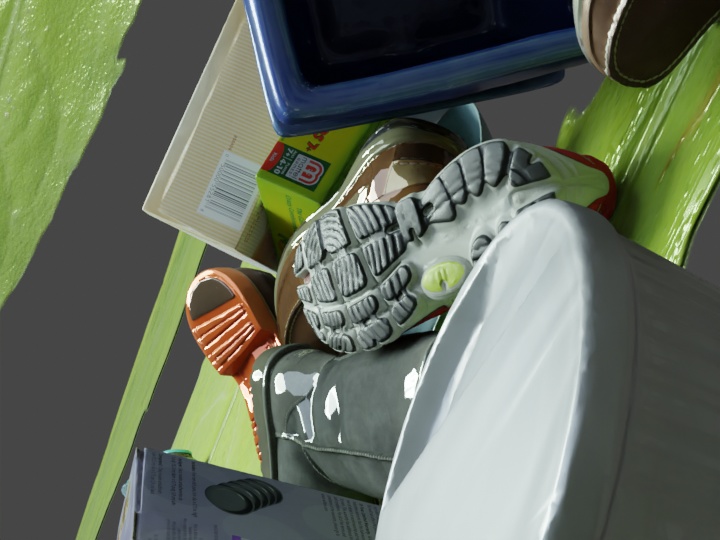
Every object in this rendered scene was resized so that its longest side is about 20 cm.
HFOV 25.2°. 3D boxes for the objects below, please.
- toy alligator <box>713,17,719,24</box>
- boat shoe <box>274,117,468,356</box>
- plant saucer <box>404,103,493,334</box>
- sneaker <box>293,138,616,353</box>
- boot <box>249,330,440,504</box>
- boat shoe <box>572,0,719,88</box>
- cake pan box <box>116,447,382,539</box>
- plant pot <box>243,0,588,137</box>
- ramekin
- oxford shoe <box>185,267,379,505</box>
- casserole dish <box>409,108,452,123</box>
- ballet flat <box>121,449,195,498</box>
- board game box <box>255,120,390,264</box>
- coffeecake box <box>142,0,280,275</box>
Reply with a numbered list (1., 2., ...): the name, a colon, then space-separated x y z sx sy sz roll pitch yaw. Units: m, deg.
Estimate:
1. toy alligator: 0.163 -0.209 0.693 0.059 0.054 0.200 38 113 62
2. boat shoe: 0.000 0.000 0.927 0.200 0.076 0.074 119 160 -45
3. plant saucer: 0.049 -0.003 0.977 0.201 0.039 0.201 -163 90 -78
4. sneaker: 0.047 -0.009 0.818 0.200 0.085 0.077 -21 79 44
5. boot: 0.016 0.117 0.882 0.200 0.073 0.182 -2 108 54
6. boat shoe: 0.151 -0.151 0.639 0.072 0.076 0.200 60 136 40
7. cake pan box: -0.016 0.156 0.695 0.200 0.184 0.052 -112 37 -71
8. plant pot: 0.026 -0.179 0.853 0.180 0.200 0.200 144 114 -82
9. ramekin: 0.080 0.082 0.584 0.202 0.094 0.203 -163 90 -78
10. oxford shoe: -0.034 0.080 1.039 0.071 0.073 0.200 -38 74 34
11. casserole dish: 0.063 -0.148 1.053 0.121 0.039 0.200 -61 4 -8
12. ballet flat: -0.224 0.253 1.786 0.200 0.074 0.074 127 158 -66
13. board game box: -0.012 -0.042 1.053 0.102 0.048 0.200 -59 -17 -22
14. coffeecake box: -0.053 -0.080 1.092 0.154 0.073 0.200 -66 -16 -2
